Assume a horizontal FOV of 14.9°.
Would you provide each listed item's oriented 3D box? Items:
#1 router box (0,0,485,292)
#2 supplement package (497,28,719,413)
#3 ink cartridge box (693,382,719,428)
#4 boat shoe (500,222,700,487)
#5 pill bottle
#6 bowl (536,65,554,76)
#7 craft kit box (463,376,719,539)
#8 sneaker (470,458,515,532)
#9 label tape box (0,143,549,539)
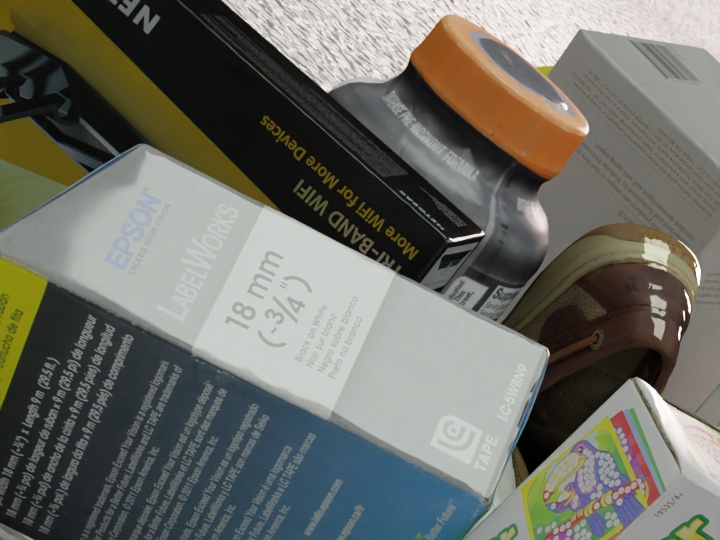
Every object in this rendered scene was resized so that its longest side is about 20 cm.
[{"bbox_3d":[-0.081,-0.017,0.991,0.200,0.157,0.052,41,15,12],"label":"router box"},{"bbox_3d":[0.115,0.004,1.296,0.120,0.200,0.121,46,25,27],"label":"supplement package"},{"bbox_3d":[0.225,0.160,1.268,0.200,0.129,0.125,48,17,29],"label":"ink cartridge box"},{"bbox_3d":[0.065,0.068,1.064,0.072,0.200,0.072,24,41,-20],"label":"boat shoe"},{"bbox_3d":[0.000,0.000,1.050,0.106,0.200,0.106,36,14,-10],"label":"pill bottle"},{"bbox_3d":[0.108,0.003,1.452,0.200,0.200,0.108,41,56,9],"label":"bowl"},{"bbox_3d":[0.082,0.142,0.819,0.197,0.200,0.049,28,25,-35],"label":"craft kit box"},{"bbox_3d":[0.039,0.117,0.968,0.092,0.076,0.200,25,39,-8],"label":"sneaker"},{"bbox_3d":[-0.062,0.035,0.824,0.199,0.144,0.063,27,55,-3],"label":"label tape box"}]
